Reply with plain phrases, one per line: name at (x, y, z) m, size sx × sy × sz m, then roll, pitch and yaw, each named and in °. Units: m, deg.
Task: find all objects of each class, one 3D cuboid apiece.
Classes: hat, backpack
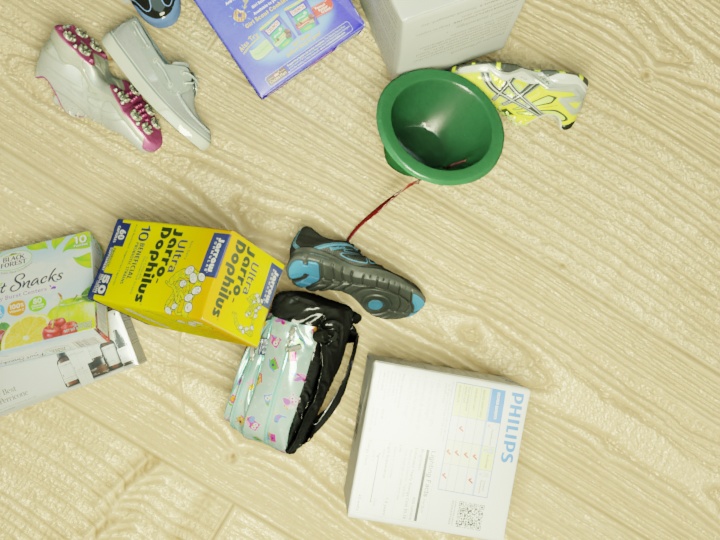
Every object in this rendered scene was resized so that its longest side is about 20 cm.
hat at (0.067, -0.150, 1.020) m, size 0.199 × 0.176 × 0.166 m, roll -13°, pitch 74°, yaw -22°
backpack at (-0.089, 0.128, 0.974) m, size 0.126 × 0.167 × 0.201 m, roll 20°, pitch 92°, yaw 17°

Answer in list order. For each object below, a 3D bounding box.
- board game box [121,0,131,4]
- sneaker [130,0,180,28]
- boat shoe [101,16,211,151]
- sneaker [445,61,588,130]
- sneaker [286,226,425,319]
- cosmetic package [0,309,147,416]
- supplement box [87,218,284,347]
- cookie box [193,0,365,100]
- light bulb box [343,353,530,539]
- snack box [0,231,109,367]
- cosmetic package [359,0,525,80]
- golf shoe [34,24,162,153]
board game box at (-0.306, -0.476, 1.014) m, size 0.126 × 0.035 × 0.200 m, roll -26°, pitch 91°, yaw -3°
sneaker at (-0.285, -0.411, 0.958) m, size 0.070 × 0.078 × 0.201 m, roll -20°, pitch 92°, yaw -3°
boat shoe at (-0.254, -0.249, 0.998) m, size 0.071 × 0.070 × 0.201 m, roll -41°, pitch 89°, yaw 2°
sneaker at (0.202, -0.234, 1.018) m, size 0.199 × 0.075 × 0.077 m, roll 7°, pitch 99°, yaw 3°
sneaker at (0.000, 0.000, 1.005) m, size 0.200 × 0.082 × 0.073 m, roll 24°, pitch 130°, yaw -21°
cosmetic package at (-0.394, 0.120, 1.001) m, size 0.199 × 0.051 × 0.083 m, roll -21°, pitch 90°, yaw -3°
supplement box at (-0.213, 0.013, 0.925) m, size 0.199 × 0.109 × 0.109 m, roll 7°, pitch 72°, yaw 32°
cookie box at (-0.119, -0.355, 0.988) m, size 0.171 × 0.075 × 0.200 m, roll -35°, pitch 102°, yaw -2°
light bulb box at (0.093, 0.223, 0.985) m, size 0.199 × 0.125 × 0.199 m, roll 11°, pitch 89°, yaw -3°
snack box at (-0.430, 0.042, 0.970) m, size 0.199 × 0.053 × 0.143 m, roll -14°, pitch 63°, yaw -1°
cosmetic package at (0.092, -0.361, 0.940) m, size 0.166 × 0.200 × 0.168 m, roll -21°, pitch 83°, yaw -3°
golf shoe at (-0.346, -0.225, 1.003) m, size 0.091 × 0.075 × 0.200 m, roll -39°, pitch 93°, yaw 19°
